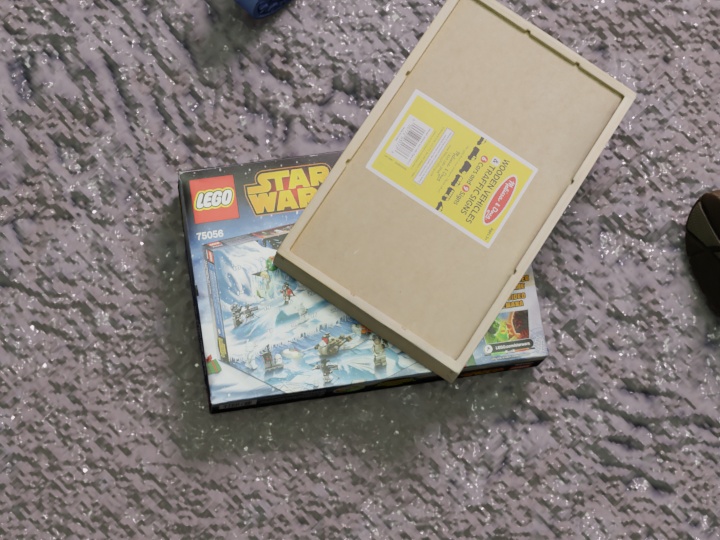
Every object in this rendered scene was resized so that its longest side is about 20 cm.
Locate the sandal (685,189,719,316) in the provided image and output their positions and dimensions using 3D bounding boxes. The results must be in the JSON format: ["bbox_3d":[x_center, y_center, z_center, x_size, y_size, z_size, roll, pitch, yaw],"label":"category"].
[{"bbox_3d":[0.255,0.042,1.125,0.054,0.082,0.201,-16,71,-31],"label":"sandal"}]

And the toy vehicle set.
[{"bbox_3d":[0.055,-0.053,1.100,0.124,0.027,0.201,34,75,2],"label":"toy vehicle set"}]

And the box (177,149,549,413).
[{"bbox_3d":[0.000,0.000,1.116,0.198,0.040,0.139,-7,79,-8],"label":"box"}]

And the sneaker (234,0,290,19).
[{"bbox_3d":[-0.031,-0.242,1.158,0.078,0.070,0.201,35,69,6],"label":"sneaker"}]
